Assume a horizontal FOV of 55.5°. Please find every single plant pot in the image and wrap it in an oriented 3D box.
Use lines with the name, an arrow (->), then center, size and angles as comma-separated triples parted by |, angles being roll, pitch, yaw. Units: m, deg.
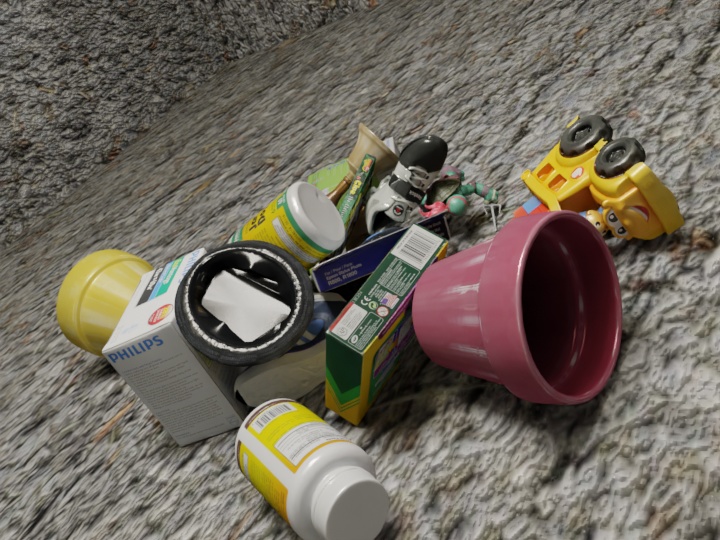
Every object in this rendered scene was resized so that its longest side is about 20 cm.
plant pot -> -0.431, 0.078, 1.290 | 0.187, 0.202, 0.201 | 16, 50, 33
plant pot -> 0.162, 0.045, 0.762 | 0.178, 0.201, 0.200 | -9, 34, 48

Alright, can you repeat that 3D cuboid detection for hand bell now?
hand bell -> -0.027, -0.156, 1.243 | 0.200, 0.104, 0.104 | -48, 28, 6

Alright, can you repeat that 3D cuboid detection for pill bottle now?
pill bottle -> -0.055, 0.225, 0.761 | 0.109, 0.110, 0.199 | -41, 30, -19
pill bottle -> -0.128, -0.032, 1.022 | 0.199, 0.113, 0.113 | -36, 24, 25

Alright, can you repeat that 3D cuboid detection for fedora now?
fedora -> -0.151, 0.057, 0.933 | 0.197, 0.092, 0.203 | -3, 57, 5

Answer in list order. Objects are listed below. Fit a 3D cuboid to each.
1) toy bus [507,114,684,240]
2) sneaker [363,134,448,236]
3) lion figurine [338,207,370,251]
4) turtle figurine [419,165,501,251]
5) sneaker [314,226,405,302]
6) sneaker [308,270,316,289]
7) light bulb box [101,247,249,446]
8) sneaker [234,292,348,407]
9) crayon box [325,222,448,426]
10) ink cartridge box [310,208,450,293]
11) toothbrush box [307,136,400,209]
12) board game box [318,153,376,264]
toy bus -> 0.298, -0.088, 0.923 | 0.191, 0.136, 0.201 | -40, 29, 11
sneaker -> 0.073, -0.123, 1.078 | 0.200, 0.073, 0.089 | -49, 29, 42
lion figurine -> 0.002, -0.064, 1.208 | 0.121, 0.073, 0.201 | -20, 29, 12
turtle figurine -> 0.151, -0.109, 1.122 | 0.148, 0.101, 0.200 | -28, 23, 5
sneaker -> 0.000, 0.000, 1.102 | 0.200, 0.066, 0.078 | -42, 6, -1
sneaker -> -0.091, -0.002, 1.162 | 0.076, 0.075, 0.201 | -46, 11, 26
light bulb box -> -0.255, 0.113, 1.034 | 0.123, 0.201, 0.199 | -21, 29, 15
sneaker -> -0.099, 0.104, 1.008 | 0.198, 0.081, 0.147 | -25, 39, -2
crayon box -> 0.031, 0.069, 0.866 | 0.058, 0.174, 0.200 | 28, 55, 17
ink cartridge box -> 0.025, -0.022, 0.964 | 0.197, 0.041, 0.200 | -23, 1, -4
toothbrush box -> -0.005, -0.164, 1.361 | 0.198, 0.087, 0.146 | -24, 29, 14
board game box -> -0.022, -0.085, 1.132 | 0.023, 0.105, 0.202 | 20, 63, 8
